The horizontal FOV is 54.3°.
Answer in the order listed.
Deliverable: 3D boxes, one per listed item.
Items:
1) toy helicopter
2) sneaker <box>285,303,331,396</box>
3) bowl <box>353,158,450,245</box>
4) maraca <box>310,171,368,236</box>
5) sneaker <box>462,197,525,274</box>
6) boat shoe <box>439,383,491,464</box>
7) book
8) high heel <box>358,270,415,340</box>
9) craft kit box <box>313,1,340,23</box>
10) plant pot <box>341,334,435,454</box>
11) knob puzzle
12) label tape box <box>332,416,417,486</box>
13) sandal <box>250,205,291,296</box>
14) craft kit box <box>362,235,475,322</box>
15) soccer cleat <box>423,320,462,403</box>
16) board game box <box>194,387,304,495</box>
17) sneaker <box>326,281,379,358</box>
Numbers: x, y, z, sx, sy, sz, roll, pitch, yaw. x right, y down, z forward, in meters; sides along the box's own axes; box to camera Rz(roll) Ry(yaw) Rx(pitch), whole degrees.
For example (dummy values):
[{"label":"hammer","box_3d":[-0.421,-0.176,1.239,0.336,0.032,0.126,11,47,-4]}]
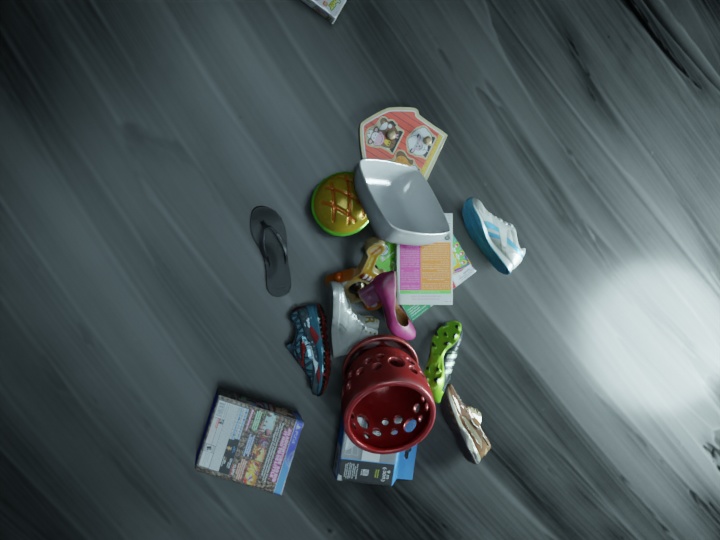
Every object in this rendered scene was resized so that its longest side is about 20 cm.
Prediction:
[{"label":"toy helicopter","box_3d":[0.000,0.000,1.513,0.128,0.202,0.080,1,49,-19]},{"label":"sneaker","box_3d":[-0.117,0.178,1.564,0.092,0.079,0.207,-4,93,11]},{"label":"bowl","box_3d":[0.077,-0.134,1.485,0.196,0.075,0.203,3,51,-41]},{"label":"maraca","box_3d":[-0.020,-0.159,1.553,0.198,0.107,0.139,-33,91,-21]},{"label":"sneaker","box_3d":[0.311,-0.092,1.648,0.080,0.076,0.202,-40,105,-17]},{"label":"boat shoe","box_3d":[0.245,0.350,1.641,0.071,0.075,0.204,-28,102,-18]},{"label":"book","box_3d":[0.141,-0.026,1.579,0.129,0.048,0.207,1,90,-8]},{"label":"high heel","box_3d":[0.087,0.080,1.519,0.095,0.069,0.199,-30,133,23]},{"label":"craft kit box","box_3d":[-0.090,-0.693,1.552,0.195,0.048,0.204,31,85,-14]},{"label":"plant pot","box_3d":[0.049,0.257,1.504,0.194,0.184,0.206,-5,122,-8]},{"label":"knob puzzle","box_3d":[0.085,-0.285,1.611,0.212,0.030,0.227,0,91,-12]},{"label":"label tape box","box_3d":[0.045,0.405,1.597,0.194,0.063,0.149,9,90,-12]},{"label":"sandal","box_3d":[-0.190,-0.045,1.547,0.074,0.043,0.206,-16,94,-12]},{"label":"craft kit box","box_3d":[0.137,-0.022,1.622,0.198,0.048,0.200,-36,95,-9]},{"label":"soccer cleat","box_3d":[0.189,0.206,1.610,0.203,0.066,0.082,-63,147,-35]},{"label":"board game box","box_3d":[-0.240,0.367,1.516,0.195,0.097,0.164,20,87,-12]},{"label":"sneaker","box_3d":[-0.015,0.100,1.540,0.112,0.075,0.204,-8,130,-8]}]
